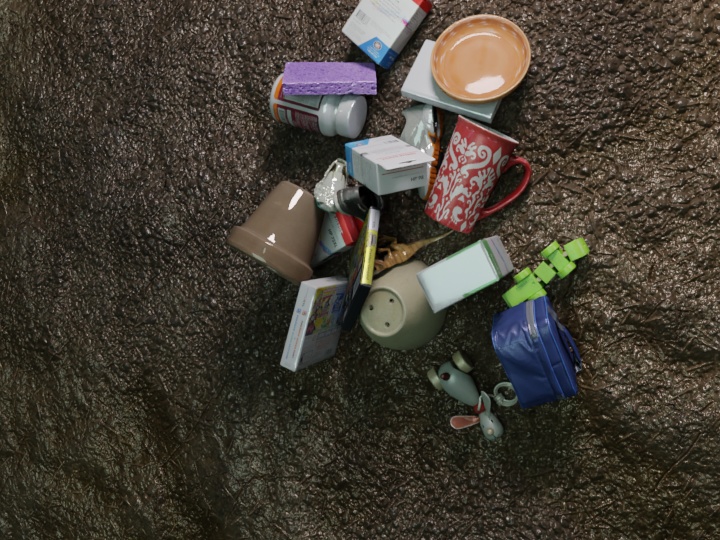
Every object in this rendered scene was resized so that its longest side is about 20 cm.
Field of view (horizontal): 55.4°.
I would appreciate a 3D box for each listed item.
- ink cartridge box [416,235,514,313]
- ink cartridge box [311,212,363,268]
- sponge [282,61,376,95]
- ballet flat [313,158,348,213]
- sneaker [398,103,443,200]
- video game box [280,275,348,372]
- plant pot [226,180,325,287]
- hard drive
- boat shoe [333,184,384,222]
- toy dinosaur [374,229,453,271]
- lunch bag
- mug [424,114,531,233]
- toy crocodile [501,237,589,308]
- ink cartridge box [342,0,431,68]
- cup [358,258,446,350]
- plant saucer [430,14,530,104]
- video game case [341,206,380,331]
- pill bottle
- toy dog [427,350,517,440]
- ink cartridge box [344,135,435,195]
[{"bbox_3d":[0.211,0.003,1.351,0.143,0.199,0.089,-29,87,21],"label":"ink cartridge box"},{"bbox_3d":[-0.072,-0.092,1.532,0.197,0.067,0.118,-27,82,22],"label":"ink cartridge box"},{"bbox_3d":[-0.064,-0.406,1.445,0.195,0.113,0.030,-1,128,-2],"label":"sponge"},{"bbox_3d":[-0.056,-0.189,1.448,0.070,0.201,0.073,1,117,3],"label":"ballet flat"},{"bbox_3d":[0.124,-0.249,1.444,0.090,0.075,0.205,0,87,30],"label":"sneaker"},{"bbox_3d":[-0.090,0.109,1.484,0.046,0.199,0.186,22,101,20],"label":"video game box"},{"bbox_3d":[-0.159,-0.084,1.449,0.197,0.200,0.177,28,84,18],"label":"plant pot"},{"bbox_3d":[0.197,-0.386,1.392,0.197,0.026,0.134,22,75,20],"label":"hard drive"},{"bbox_3d":[0.015,-0.139,1.419,0.056,0.199,0.068,-17,83,26],"label":"boat shoe"},{"bbox_3d":[0.093,-0.042,1.458,0.106,0.198,0.062,32,141,44],"label":"toy dinosaur"},{"bbox_3d":[0.349,0.162,1.325,0.130,0.136,0.203,-21,109,23],"label":"lunch bag"},{"bbox_3d":[0.232,-0.179,1.368,0.175,0.133,0.203,30,108,19],"label":"mug"},{"bbox_3d":[0.367,0.005,1.367,0.200,0.061,0.068,-45,78,24],"label":"toy crocodile"},{"bbox_3d":[0.067,-0.544,1.431,0.116,0.067,0.201,43,108,13],"label":"ink cartridge box"},{"bbox_3d":[0.071,0.078,1.445,0.196,0.143,0.206,2,95,21],"label":"cup"},{"bbox_3d":[0.237,-0.414,1.360,0.195,0.038,0.205,-4,68,11],"label":"plant saucer"},{"bbox_3d":[0.000,0.000,1.408,0.025,0.201,0.184,11,59,-7],"label":"video game case"},{"bbox_3d":[-0.091,-0.357,1.496,0.196,0.109,0.112,20,101,20],"label":"pill bottle"},{"bbox_3d":[0.221,0.261,1.421,0.198,0.096,0.134,33,106,17],"label":"toy dog"},{"bbox_3d":[0.058,-0.209,1.382,0.200,0.113,0.068,-135,37,-56],"label":"ink cartridge box"}]
